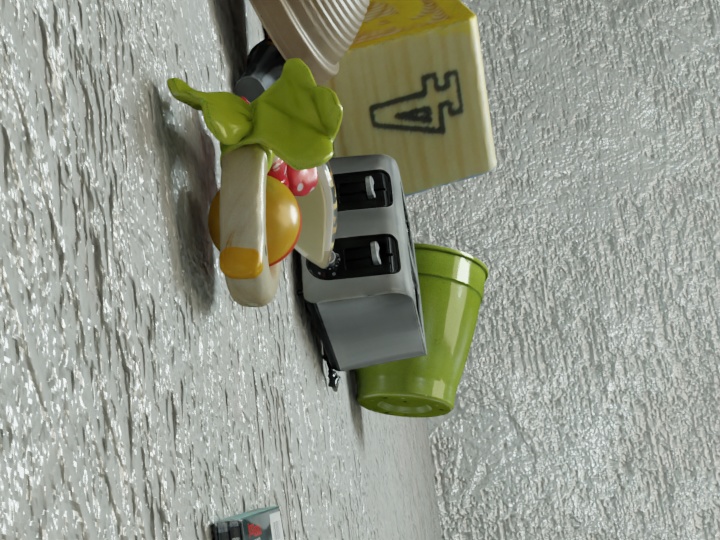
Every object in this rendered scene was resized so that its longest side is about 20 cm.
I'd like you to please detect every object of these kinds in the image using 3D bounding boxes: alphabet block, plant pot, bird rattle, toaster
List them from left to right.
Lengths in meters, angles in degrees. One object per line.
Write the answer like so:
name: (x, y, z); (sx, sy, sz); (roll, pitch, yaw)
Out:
bird rattle: (-0.078, -0.057, 0.889); (0.200, 0.111, 0.165); (117, -22, -77)
plant pot: (-0.049, -0.277, 1.160); (0.202, 0.092, 0.201); (60, 11, -20)
toaster: (0.000, 0.000, 1.395); (0.201, 0.117, 0.182); (74, 10, -57)
alphabet block: (0.037, -0.220, 1.549); (0.196, 0.195, 0.202); (-121, -164, -58)
plant pot: (0.066, 0.088, 1.704); (0.201, 0.198, 0.195); (67, 27, -70)

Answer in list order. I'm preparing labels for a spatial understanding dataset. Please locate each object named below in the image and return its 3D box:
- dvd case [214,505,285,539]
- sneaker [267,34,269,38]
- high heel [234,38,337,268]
dvd case: (-0.060, 0.260, 0.841); (0.146, 0.022, 0.202); (47, 36, -81)
sneaker: (-0.080, -0.317, 1.387); (0.116, 0.077, 0.202); (-109, -160, -71)
high heel: (-0.056, -0.114, 1.196); (0.143, 0.071, 0.202); (-74, 147, -63)
